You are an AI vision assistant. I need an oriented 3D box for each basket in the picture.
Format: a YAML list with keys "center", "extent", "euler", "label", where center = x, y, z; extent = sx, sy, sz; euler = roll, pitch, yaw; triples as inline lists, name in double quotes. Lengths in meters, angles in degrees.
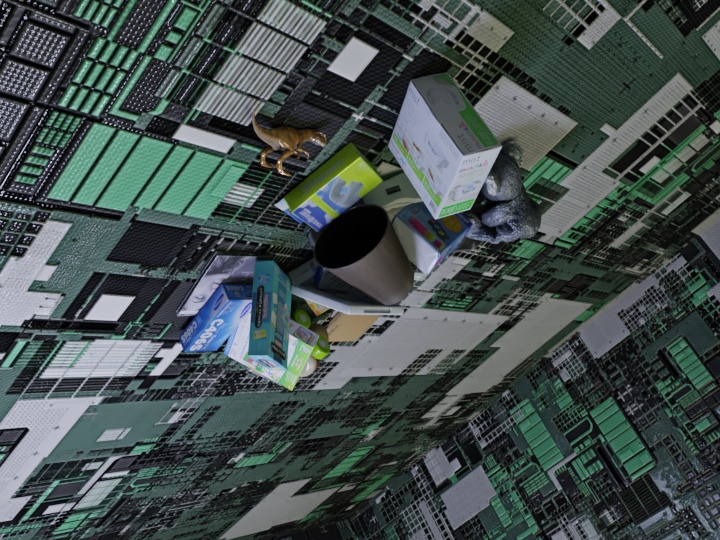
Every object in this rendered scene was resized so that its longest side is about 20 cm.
- center: [0.024, -0.022, 1.597]
  extent: [0.177, 0.138, 0.200]
  euler: [-26, 141, 15]
  label: "basket"

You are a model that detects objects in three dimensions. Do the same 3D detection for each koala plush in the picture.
- center: [0.333, -0.185, 1.759]
  extent: [0.177, 0.181, 0.203]
  euler: [-42, 135, -34]
  label: "koala plush"

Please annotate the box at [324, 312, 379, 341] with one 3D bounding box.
- center: [-0.010, 0.131, 2.090]
  extent: [0.162, 0.022, 0.200]
  euler: [5, 136, -50]
  label: "box"

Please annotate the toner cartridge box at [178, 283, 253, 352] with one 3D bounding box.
- center: [-0.315, 0.107, 1.678]
  extent: [0.094, 0.044, 0.200]
  euler: [0, 142, -48]
  label: "toner cartridge box"

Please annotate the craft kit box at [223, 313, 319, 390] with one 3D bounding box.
- center: [-0.214, 0.176, 1.788]
  extent: [0.049, 0.195, 0.201]
  euler: [-58, 178, -44]
  label: "craft kit box"

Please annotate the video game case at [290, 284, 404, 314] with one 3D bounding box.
- center: [-0.030, 0.066, 1.700]
  extent: [0.180, 0.197, 0.024]
  euler: [4, 99, -46]
  label: "video game case"

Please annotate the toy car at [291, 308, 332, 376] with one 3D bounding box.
- center: [-0.141, 0.168, 1.940]
  extent: [0.163, 0.159, 0.200]
  euler: [-38, -179, 31]
  label: "toy car"

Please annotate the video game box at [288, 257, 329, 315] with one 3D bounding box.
- center: [-0.063, 0.014, 1.814]
  extent: [0.179, 0.047, 0.201]
  euler: [-29, 153, 0]
  label: "video game box"

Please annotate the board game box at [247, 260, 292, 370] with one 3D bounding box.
- center: [-0.193, 0.100, 1.629]
  extent: [0.046, 0.205, 0.151]
  euler: [-1, 161, 11]
  label: "board game box"

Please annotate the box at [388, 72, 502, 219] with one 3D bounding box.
- center: [0.152, -0.237, 1.433]
  extent: [0.095, 0.202, 0.178]
  euler: [-16, 150, -26]
  label: "box"

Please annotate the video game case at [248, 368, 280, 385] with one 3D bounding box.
- center: [-0.212, 0.257, 2.102]
  extent: [0.142, 0.018, 0.200]
  euler: [-35, 153, 6]
  label: "video game case"

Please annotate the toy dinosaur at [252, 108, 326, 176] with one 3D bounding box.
- center: [-0.145, -0.228, 1.322]
  extent: [0.198, 0.060, 0.108]
  euler: [-4, 119, -51]
  label: "toy dinosaur"

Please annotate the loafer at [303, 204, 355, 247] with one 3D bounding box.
- center: [-0.026, -0.093, 1.646]
  extent: [0.196, 0.064, 0.072]
  euler: [-20, 152, -20]
  label: "loafer"

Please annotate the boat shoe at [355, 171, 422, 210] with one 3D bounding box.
- center: [0.077, -0.166, 1.639]
  extent: [0.196, 0.072, 0.070]
  euler: [-20, 177, -26]
  label: "boat shoe"

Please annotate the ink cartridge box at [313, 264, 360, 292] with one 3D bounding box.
- center: [0.000, 0.000, 1.724]
  extent: [0.195, 0.044, 0.096]
  euler: [6, 119, -24]
  label: "ink cartridge box"

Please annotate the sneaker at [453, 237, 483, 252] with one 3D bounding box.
- center: [0.255, -0.101, 1.909]
  extent: [0.195, 0.078, 0.115]
  euler: [-14, 156, -19]
  label: "sneaker"

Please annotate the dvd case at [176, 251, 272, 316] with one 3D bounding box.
- center: [-0.295, 0.031, 1.633]
  extent: [0.147, 0.016, 0.201]
  euler: [-1, 141, -46]
  label: "dvd case"

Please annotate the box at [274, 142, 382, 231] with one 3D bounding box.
- center: [-0.063, -0.158, 1.517]
  extent: [0.198, 0.048, 0.122]
  euler: [-37, 152, 11]
  label: "box"

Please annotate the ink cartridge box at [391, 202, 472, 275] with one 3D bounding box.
- center: [0.162, -0.099, 1.705]
  extent: [0.199, 0.136, 0.077]
  euler: [-39, 167, -47]
  label: "ink cartridge box"
